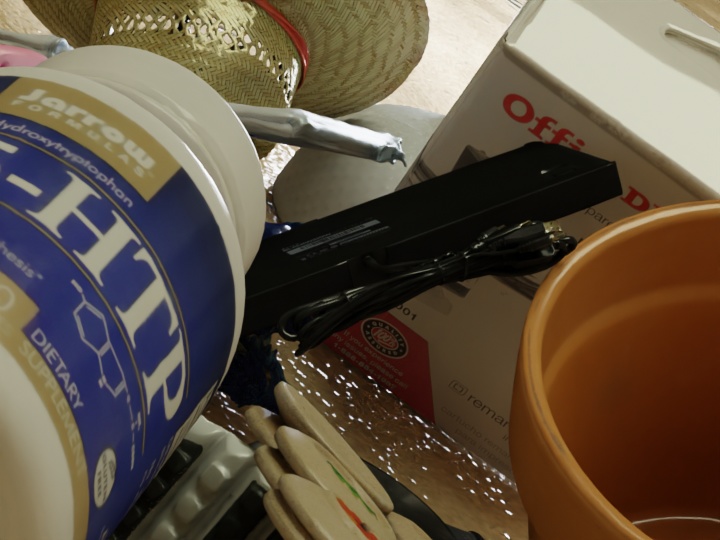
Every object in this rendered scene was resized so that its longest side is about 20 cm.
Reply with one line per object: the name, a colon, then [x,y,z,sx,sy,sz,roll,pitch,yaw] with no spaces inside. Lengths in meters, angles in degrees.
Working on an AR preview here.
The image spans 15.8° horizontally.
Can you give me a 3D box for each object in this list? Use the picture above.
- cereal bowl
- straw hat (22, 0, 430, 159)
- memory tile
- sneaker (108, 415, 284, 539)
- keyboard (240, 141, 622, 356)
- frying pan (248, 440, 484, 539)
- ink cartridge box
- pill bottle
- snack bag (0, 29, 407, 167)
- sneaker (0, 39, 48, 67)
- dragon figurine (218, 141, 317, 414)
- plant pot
cereal bowl: [0.061,-0.016,1.244,0.200,0.083,0.200,32,17,-11]
straw hat: [-0.074,-0.091,1.147,0.201,0.201,0.085,29,53,-23]
memory tile: [0.042,0.117,0.711,0.200,0.017,0.153,47,2,-9]
sneaker: [-0.006,0.122,0.744,0.200,0.075,0.081,49,11,16]
keyboard: [0.000,0.000,0.904,0.127,0.200,0.021,-151,-139,-70]
frying pan: [0.028,0.110,0.919,0.190,0.031,0.115,25,20,-26]
ink cartridge box: [0.087,-0.012,1.053,0.146,0.200,0.085,36,44,1]
pill bottle: [-0.098,0.014,0.687,0.120,0.120,0.200,35,29,-1]
snack bag: [-0.092,-0.072,1.009,0.200,0.021,0.189,12,1,12]
sneaker: [-0.185,-0.026,0.777,0.200,0.096,0.079,1,5,-24]
dragon figurine: [-0.071,-0.020,1.022,0.200,0.059,0.099,44,17,24]
plant pot: [0.139,0.092,0.899,0.200,0.140,0.200,7,42,-7]
